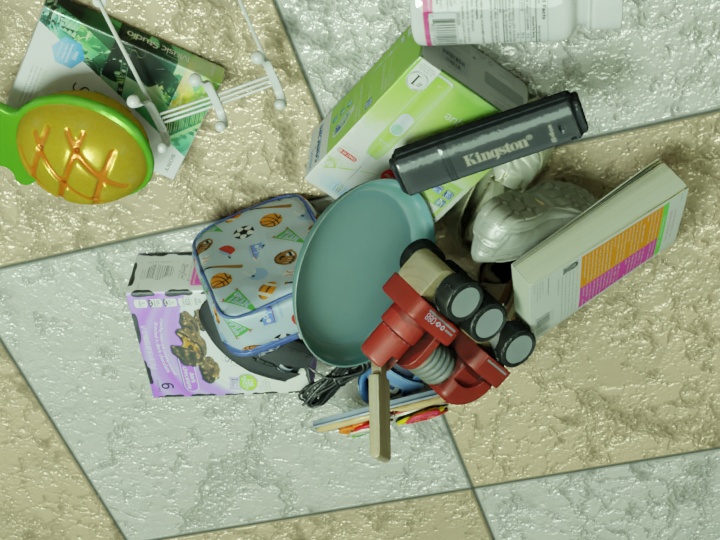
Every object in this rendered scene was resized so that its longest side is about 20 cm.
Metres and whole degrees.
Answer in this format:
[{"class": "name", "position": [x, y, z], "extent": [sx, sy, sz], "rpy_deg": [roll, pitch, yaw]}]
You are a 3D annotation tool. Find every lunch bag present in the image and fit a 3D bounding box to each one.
[{"class": "lunch bag", "position": [-0.091, 0.004, 1.680], "extent": [0.159, 0.200, 0.076], "rpy_deg": [-21, 127, -6]}]

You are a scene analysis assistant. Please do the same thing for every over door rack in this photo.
[{"class": "over door rack", "position": [-0.174, -0.225, 1.560], "extent": [0.146, 0.067, 0.201], "rpy_deg": [-18, 118, 7]}]

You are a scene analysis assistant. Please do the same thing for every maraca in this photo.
[{"class": "maraca", "position": [-0.306, -0.129, 1.619], "extent": [0.198, 0.107, 0.138], "rpy_deg": [5, 135, 19]}]

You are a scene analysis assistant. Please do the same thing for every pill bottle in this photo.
[{"class": "pill bottle", "position": [0.148, -0.274, 1.484], "extent": [0.198, 0.114, 0.114], "rpy_deg": [-1, 130, 6]}]

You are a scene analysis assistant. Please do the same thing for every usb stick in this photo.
[{"class": "usb stick", "position": [0.126, -0.126, 1.551], "extent": [0.198, 0.033, 0.056], "rpy_deg": [-18, 122, 11]}]

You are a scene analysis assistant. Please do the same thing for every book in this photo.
[{"class": "book", "position": [0.251, -0.015, 1.651], "extent": [0.199, 0.048, 0.134], "rpy_deg": [-33, 152, -12]}]

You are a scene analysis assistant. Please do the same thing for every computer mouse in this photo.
[{"class": "computer mouse", "position": [-0.080, 0.083, 1.760], "extent": [0.200, 0.046, 0.140], "rpy_deg": [39, 124, -24]}]

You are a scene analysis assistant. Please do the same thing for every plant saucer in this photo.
[{"class": "plant saucer", "position": [0.000, 0.000, 1.602], "extent": [0.027, 0.200, 0.201], "rpy_deg": [24, 145, 42]}]

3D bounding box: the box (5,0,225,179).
[{"class": "box", "position": [-0.260, -0.192, 1.649], "extent": [0.198, 0.037, 0.145], "rpy_deg": [21, 129, -14]}]

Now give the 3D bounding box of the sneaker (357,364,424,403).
[{"class": "sneaker", "position": [0.056, 0.102, 1.792], "extent": [0.074, 0.083, 0.200], "rpy_deg": [32, 152, -9]}]

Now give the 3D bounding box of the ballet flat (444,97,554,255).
[{"class": "ballet flat", "position": [0.153, -0.094, 1.668], "extent": [0.069, 0.070, 0.201], "rpy_deg": [22, 129, -12]}]

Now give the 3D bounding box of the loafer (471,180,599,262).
[{"class": "loafer", "position": [0.187, -0.048, 1.645], "extent": [0.199, 0.070, 0.070], "rpy_deg": [-9, 135, -44]}]

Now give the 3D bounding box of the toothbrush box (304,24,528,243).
[{"class": "toothbrush box", "position": [0.058, -0.143, 1.624], "extent": [0.145, 0.087, 0.200], "rpy_deg": [32, 128, -21]}]

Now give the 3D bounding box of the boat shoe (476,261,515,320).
[{"class": "boat shoe", "position": [0.162, 0.013, 1.750], "extent": [0.071, 0.076, 0.201], "rpy_deg": [20, 120, -26]}]

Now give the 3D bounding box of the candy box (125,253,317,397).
[{"class": "candy box", "position": [-0.158, 0.064, 1.831], "extent": [0.198, 0.072, 0.169], "rpy_deg": [-2, 130, 8]}]

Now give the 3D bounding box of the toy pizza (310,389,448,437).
[{"class": "toy pizza", "position": [0.039, 0.170, 1.842], "extent": [0.199, 0.200, 0.032], "rpy_deg": [-16, 84, 18]}]

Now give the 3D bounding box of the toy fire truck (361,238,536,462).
[{"class": "toy fire truck", "position": [0.070, 0.101, 1.627], "extent": [0.200, 0.129, 0.176], "rpy_deg": [-48, 136, 3]}]
